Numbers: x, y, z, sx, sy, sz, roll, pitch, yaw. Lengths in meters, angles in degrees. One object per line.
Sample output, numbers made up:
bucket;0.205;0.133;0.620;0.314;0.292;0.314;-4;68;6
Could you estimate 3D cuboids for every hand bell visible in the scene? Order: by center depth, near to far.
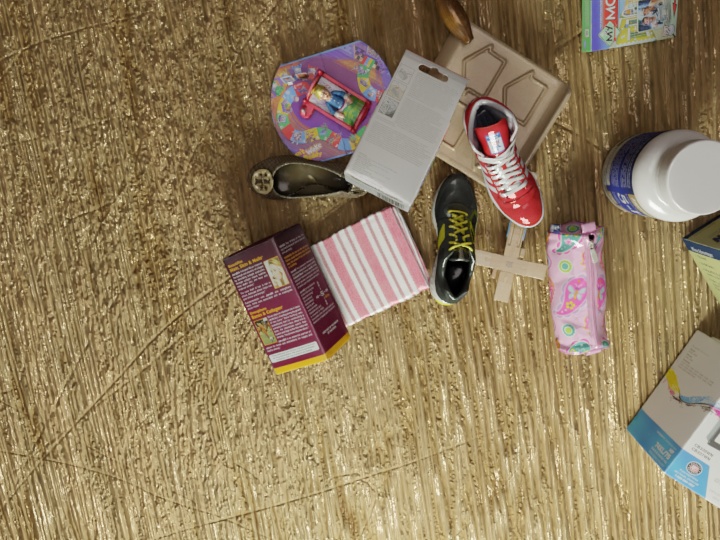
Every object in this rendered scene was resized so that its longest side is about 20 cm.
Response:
hand bell;0.100;-0.410;0.834;0.103;0.104;0.201;-34;96;9

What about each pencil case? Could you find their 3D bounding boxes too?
pencil case;0.333;0.024;0.905;0.086;0.087;0.204;-5;100;5

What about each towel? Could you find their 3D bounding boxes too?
towel;0.000;0.000;0.956;0.197;0.030;0.148;-25;97;11

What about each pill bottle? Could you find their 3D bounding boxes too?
pill bottle;0.421;-0.130;0.812;0.117;0.200;0.122;1;100;4

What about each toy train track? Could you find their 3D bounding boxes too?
toy train track;0.241;-0.053;0.928;0.113;0.033;0.204;13;95;9

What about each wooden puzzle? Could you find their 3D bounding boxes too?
wooden puzzle;0.184;-0.241;0.891;0.198;0.046;0.187;32;100;3

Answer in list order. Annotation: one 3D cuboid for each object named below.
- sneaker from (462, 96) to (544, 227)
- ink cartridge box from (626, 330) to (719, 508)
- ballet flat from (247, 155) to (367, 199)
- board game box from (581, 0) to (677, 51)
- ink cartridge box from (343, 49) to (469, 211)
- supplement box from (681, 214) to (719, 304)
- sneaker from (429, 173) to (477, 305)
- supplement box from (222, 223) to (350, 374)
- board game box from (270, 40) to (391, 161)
sneaker;0.200;-0.148;0.821;0.070;0.112;0.202;-28;93;11
ink cartridge box;0.542;0.226;0.894;0.145;0.146;0.202;30;100;-2
ballet flat;-0.079;-0.138;0.915;0.196;0.046;0.069;3;112;3
board game box;0.374;-0.419;0.819;0.132;0.029;0.204;-11;112;-6
ink cartridge box;0.067;-0.201;0.859;0.108;0.050;0.203;26;86;3
supplement box;0.598;0.015;0.825;0.133;0.200;0.201;-33;97;9
sneaker;0.150;-0.045;0.897;0.073;0.085;0.204;1;94;-7
supplement box;-0.113;0.045;0.924;0.109;0.086;0.203;-19;99;30
board game box;-0.044;-0.255;0.904;0.196;0.039;0.161;-14;99;7
